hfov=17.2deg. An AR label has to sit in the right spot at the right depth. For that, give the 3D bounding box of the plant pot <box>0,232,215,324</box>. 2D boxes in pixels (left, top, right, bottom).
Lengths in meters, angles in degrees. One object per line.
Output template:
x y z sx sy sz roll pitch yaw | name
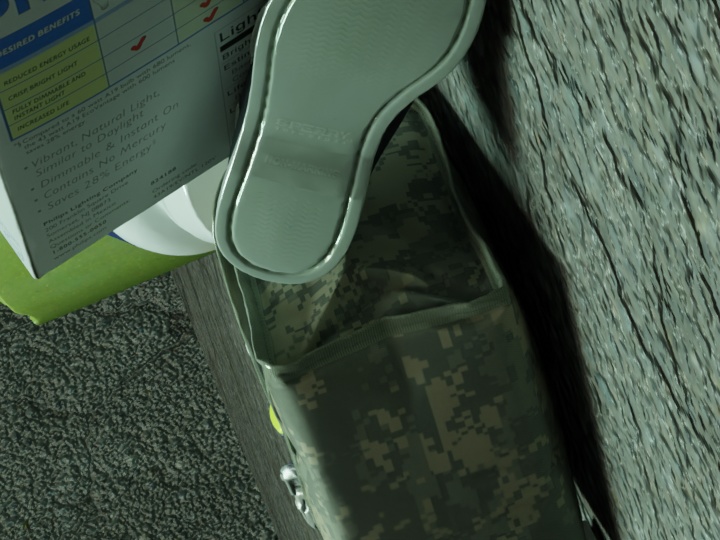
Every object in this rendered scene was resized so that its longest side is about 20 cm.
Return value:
-0.137 -0.066 1.360 0.201 0.189 0.200 57 -173 -10 | plant pot

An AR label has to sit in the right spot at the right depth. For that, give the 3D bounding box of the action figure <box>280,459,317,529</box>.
0.010 0.136 1.176 0.200 0.102 0.119 54 -150 -29 | action figure

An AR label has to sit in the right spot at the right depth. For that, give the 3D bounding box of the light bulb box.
-0.087 -0.133 0.893 0.125 0.198 0.200 50 165 22 | light bulb box

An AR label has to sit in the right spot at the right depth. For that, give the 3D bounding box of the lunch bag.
0.011 0.028 1.018 0.200 0.117 0.165 -108 -1 -54 | lunch bag

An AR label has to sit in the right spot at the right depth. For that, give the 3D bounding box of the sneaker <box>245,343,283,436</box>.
-0.032 0.039 1.604 0.200 0.073 0.081 -118 33 -62 | sneaker

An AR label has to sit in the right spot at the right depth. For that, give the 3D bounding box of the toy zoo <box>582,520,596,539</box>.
0.112 0.190 1.058 0.200 0.020 0.132 88 160 -69 | toy zoo

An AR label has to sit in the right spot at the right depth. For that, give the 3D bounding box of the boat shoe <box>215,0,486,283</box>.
-0.008 -0.081 0.875 0.061 0.075 0.200 -84 20 -44 | boat shoe

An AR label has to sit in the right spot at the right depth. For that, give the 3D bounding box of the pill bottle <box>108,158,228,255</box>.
-0.100 -0.072 1.154 0.200 0.119 0.120 19 132 52 | pill bottle
